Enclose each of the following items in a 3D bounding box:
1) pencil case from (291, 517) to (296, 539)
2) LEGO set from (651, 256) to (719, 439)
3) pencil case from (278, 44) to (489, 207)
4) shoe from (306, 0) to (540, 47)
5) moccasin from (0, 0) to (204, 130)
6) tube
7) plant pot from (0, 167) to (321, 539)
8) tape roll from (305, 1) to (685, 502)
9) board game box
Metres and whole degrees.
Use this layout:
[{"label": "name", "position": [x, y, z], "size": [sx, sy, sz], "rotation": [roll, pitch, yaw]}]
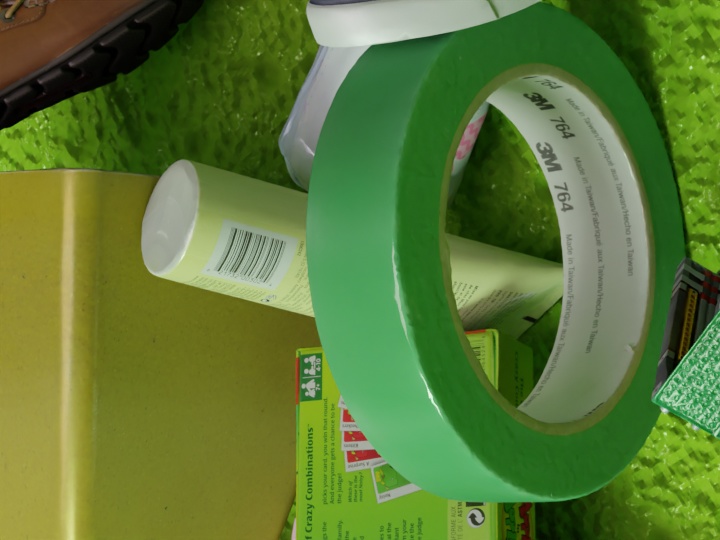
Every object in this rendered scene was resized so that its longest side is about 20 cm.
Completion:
[{"label": "pencil case", "position": [0.063, 0.160, 1.017], "size": [0.199, 0.087, 0.088], "rotation": [32, 122, 28]}, {"label": "LEGO set", "position": [0.206, -0.002, 0.854], "size": [0.153, 0.116, 0.201], "rotation": [22, 125, 1]}, {"label": "pencil case", "position": [0.027, -0.120, 0.956], "size": [0.083, 0.090, 0.201], "rotation": [53, 136, 45]}, {"label": "shoe", "position": [0.063, -0.157, 0.851], "size": [0.071, 0.198, 0.092], "rotation": [-142, 34, -66]}, {"label": "moccasin", "position": [-0.162, -0.118, 1.067], "size": [0.200, 0.074, 0.078], "rotation": [-30, 79, -3]}, {"label": "tube", "position": [0.000, 0.000, 0.965], "size": [0.058, 0.199, 0.052], "rotation": [11, 87, 60]}, {"label": "plant pot", "position": [-0.130, 0.051, 1.044], "size": [0.199, 0.199, 0.178], "rotation": [-1, 87, 40]}, {"label": "tape roll", "position": [0.060, -0.007, 0.889], "size": [0.048, 0.200, 0.202], "rotation": [-5, 100, 40]}, {"label": "board game box", "position": [0.024, 0.133, 0.970], "size": [0.101, 0.048, 0.202], "rotation": [-7, 74, 25]}]
